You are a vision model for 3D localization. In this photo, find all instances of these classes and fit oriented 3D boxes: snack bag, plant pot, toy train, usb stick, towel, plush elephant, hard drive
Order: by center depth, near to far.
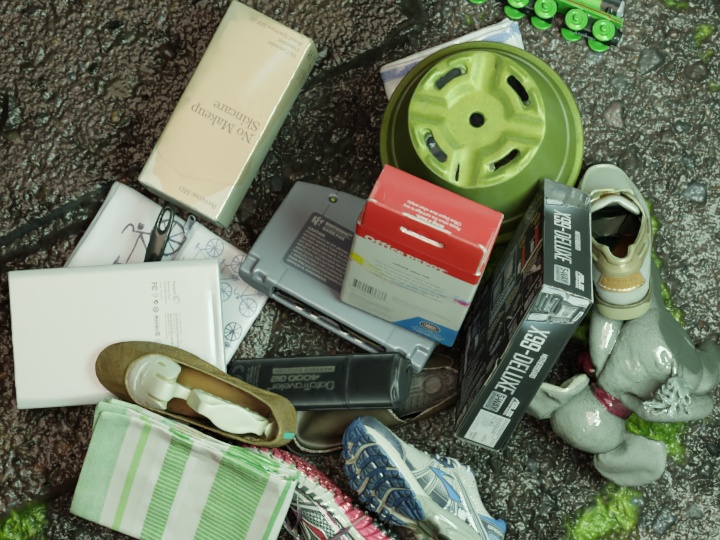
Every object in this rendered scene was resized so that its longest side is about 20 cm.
[{"bbox_3d":[0.109,-0.127,1.665,0.200,0.190,0.200,0,88,6],"label":"plant pot"},{"bbox_3d":[0.240,0.108,1.682,0.155,0.200,0.165,-35,107,26],"label":"plush elephant"},{"bbox_3d":[-0.168,0.211,1.700,0.200,0.023,0.153,21,122,3],"label":"towel"},{"bbox_3d":[-0.042,0.107,1.711,0.200,0.033,0.056,-4,72,30],"label":"usb stick"},{"bbox_3d":[-0.231,0.060,1.720,0.200,0.027,0.132,-4,91,0],"label":"hard drive"},{"bbox_3d":[0.115,-0.134,1.770,0.147,0.024,0.200,-19,84,2],"label":"towel"},{"bbox_3d":[0.169,-0.274,1.773,0.200,0.042,0.056,22,76,5],"label":"toy train"},{"bbox_3d":[-0.207,0.030,1.774,0.200,0.021,0.189,33,88,5],"label":"snack bag"}]

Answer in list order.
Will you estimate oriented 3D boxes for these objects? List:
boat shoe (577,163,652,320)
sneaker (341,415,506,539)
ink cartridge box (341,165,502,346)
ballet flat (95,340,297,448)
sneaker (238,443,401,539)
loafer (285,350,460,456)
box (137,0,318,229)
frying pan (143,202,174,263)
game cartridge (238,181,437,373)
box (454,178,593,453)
[{"bbox_3d":[0.238,-0.044,1.673,0.075,0.200,0.068,-7,129,2],"label":"boat shoe"},{"bbox_3d":[0.062,0.207,1.711,0.200,0.077,0.085,49,49,-11],"label":"sneaker"},{"bbox_3d":[0.055,-0.019,1.607,0.116,0.200,0.067,23,64,4],"label":"ink cartridge box"},{"bbox_3d":[-0.154,0.118,1.672,0.200,0.072,0.068,23,96,-1],"label":"ballet flat"},{"bbox_3d":[-0.044,0.237,1.718,0.200,0.081,0.075,40,90,5],"label":"sneaker"},{"bbox_3d":[0.016,0.122,1.728,0.200,0.071,0.073,-22,84,1],"label":"loafer"},{"bbox_3d":[-0.128,-0.150,1.757,0.095,0.078,0.200,26,87,4],"label":"box"},{"bbox_3d":[-0.230,0.034,1.746,0.115,0.031,0.190,-4,87,1],"label":"frying pan"},{"bbox_3d":[0.000,0.000,1.732,0.200,0.041,0.133,29,65,7],"label":"game cartridge"},{"bbox_3d":[0.146,0.041,1.633,0.050,0.158,0.200,19,127,-9],"label":"box"}]
